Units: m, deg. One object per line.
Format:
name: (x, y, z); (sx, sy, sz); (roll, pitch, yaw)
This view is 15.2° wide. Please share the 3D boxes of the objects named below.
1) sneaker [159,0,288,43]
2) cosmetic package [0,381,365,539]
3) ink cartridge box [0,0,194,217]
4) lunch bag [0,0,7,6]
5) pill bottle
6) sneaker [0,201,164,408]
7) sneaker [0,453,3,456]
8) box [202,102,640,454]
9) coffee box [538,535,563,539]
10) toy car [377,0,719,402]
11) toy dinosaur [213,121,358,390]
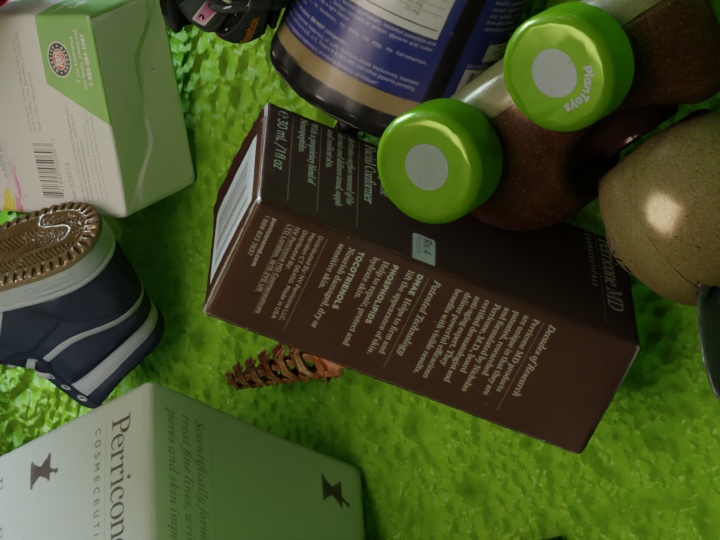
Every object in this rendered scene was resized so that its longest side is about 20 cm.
sneaker: (-0.050, -0.155, 1.310); (0.200, 0.080, 0.087); (-176, 83, -71)
cosmetic package: (-0.118, 0.186, 1.415); (0.199, 0.165, 0.166); (-28, 53, 34)
ink cartridge box: (-0.198, -0.097, 1.515); (0.199, 0.067, 0.118); (4, 113, 35)
lunch bag: (-0.270, -0.165, 1.399); (0.082, 0.200, 0.177); (17, 137, 50)
pill bottle: (0.040, -0.171, 1.323); (0.112, 0.112, 0.201); (36, 114, 27)
sneaker: (-0.205, 0.031, 1.509); (0.199, 0.109, 0.070); (-13, 46, 26)
sneaker: (-0.276, 0.171, 1.576); (0.199, 0.082, 0.078); (-19, 65, 11)
box: (0.029, 0.004, 1.293); (0.199, 0.100, 0.075); (22, 119, -13)
coffee box: (0.050, 0.234, 1.405); (0.200, 0.044, 0.123); (-37, 73, 32)
toy car: (0.135, -0.028, 1.255); (0.158, 0.164, 0.201); (-35, 88, 33)
toy dinosaur: (0.000, 0.000, 1.388); (0.200, 0.102, 0.136); (-40, 91, 8)
